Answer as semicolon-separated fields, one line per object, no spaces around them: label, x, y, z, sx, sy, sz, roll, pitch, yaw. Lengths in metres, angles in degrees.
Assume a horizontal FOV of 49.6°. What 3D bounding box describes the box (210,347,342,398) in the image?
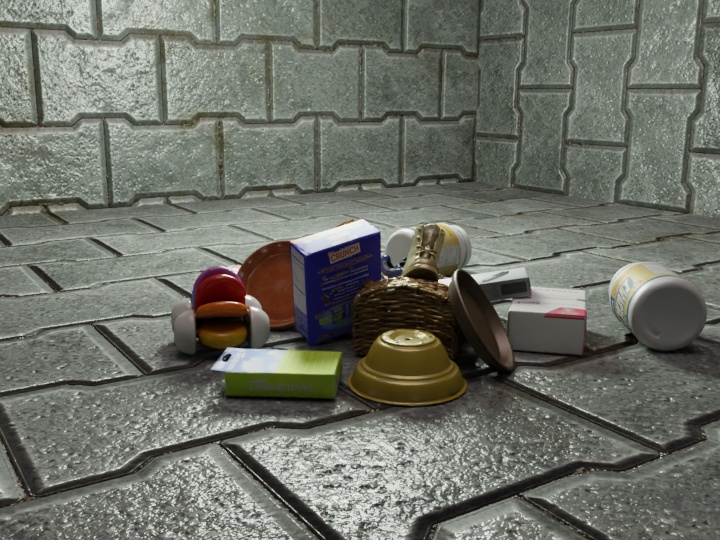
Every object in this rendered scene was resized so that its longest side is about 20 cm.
box;-0.134;0.167;1.279;0.199;0.048;0.122;1;12;4

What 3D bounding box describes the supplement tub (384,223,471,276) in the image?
supplement tub;0.178;-0.046;2.012;0.200;0.145;0.144;-11;17;-42

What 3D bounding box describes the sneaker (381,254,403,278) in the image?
sneaker;0.099;0.032;1.693;0.200;0.079;0.075;32;6;16

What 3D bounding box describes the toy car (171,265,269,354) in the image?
toy car;-0.268;0.069;1.476;0.175;0.150;0.200;-3;13;-15

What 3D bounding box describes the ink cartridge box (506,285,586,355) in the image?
ink cartridge box;0.370;0.094;1.538;0.145;0.085;0.200;4;15;15

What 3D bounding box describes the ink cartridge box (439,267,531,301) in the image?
ink cartridge box;0.246;0.027;1.619;0.199;0.044;0.174;-9;13;9

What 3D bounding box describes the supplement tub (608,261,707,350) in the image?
supplement tub;0.580;0.064;1.544;0.144;0.145;0.200;1;12;2

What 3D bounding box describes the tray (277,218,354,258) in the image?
tray;-0.108;-0.050;1.715;0.200;0.037;0.099;-25;8;20

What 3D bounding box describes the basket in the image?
basket;0.096;0.079;1.454;0.199;0.143;0.149;2;12;18

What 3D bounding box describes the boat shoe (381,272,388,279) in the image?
boat shoe;0.000;0.000;1.651;0.072;0.068;0.200;-5;20;-45

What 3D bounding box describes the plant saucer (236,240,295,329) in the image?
plant saucer;-0.166;0.031;1.630;0.200;0.201;0.032;4;-26;15

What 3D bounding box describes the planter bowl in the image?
planter bowl;0.078;0.148;1.292;0.200;0.084;0.200;0;13;0

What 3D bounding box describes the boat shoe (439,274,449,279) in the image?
boat shoe;0.178;0.040;1.805;0.072;0.068;0.200;5;14;21

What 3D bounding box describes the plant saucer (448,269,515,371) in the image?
plant saucer;0.211;0.091;1.376;0.029;0.200;0.200;-31;2;21

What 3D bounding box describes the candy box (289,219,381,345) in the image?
candy box;-0.045;0.022;1.502;0.169;0.200;0.077;-18;34;-28

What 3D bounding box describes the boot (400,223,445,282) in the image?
boot;0.126;-0.026;1.520;0.073;0.156;0.200;16;-19;3

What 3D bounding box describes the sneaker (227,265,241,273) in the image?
sneaker;-0.254;0.020;1.852;0.104;0.076;0.200;-2;8;12

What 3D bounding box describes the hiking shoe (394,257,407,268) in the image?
hiking shoe;0.091;0.023;1.829;0.074;0.087;0.200;3;13;9
